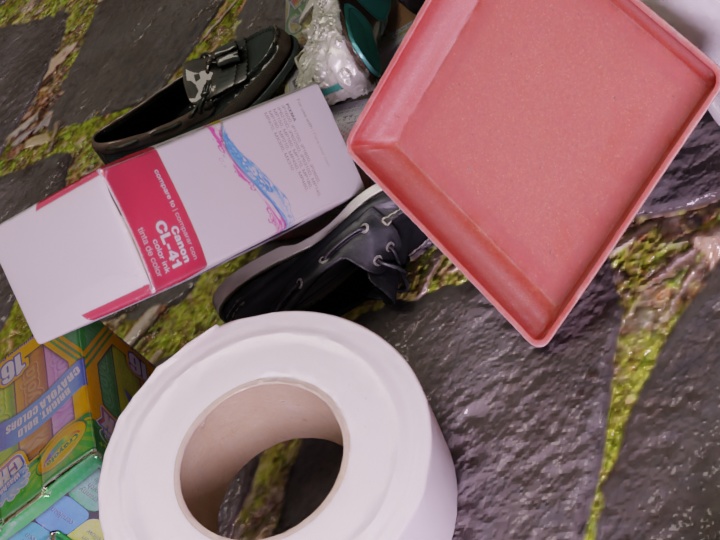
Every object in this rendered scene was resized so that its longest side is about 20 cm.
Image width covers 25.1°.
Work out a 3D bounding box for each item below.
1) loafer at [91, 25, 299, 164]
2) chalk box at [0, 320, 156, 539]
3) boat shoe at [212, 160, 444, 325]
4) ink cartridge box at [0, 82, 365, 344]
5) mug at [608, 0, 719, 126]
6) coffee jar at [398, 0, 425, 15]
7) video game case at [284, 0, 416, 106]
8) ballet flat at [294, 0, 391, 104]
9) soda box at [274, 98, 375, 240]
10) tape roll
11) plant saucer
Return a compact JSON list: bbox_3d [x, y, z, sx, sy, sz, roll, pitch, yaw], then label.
[{"bbox_3d":[-0.138,-0.137,1.319,0.199,0.063,0.072,-37,33,24],"label":"loafer"},{"bbox_3d":[-0.180,0.146,1.049,0.123,0.124,0.201,-36,37,11],"label":"chalk box"},{"bbox_3d":[-0.001,-0.001,1.064,0.198,0.075,0.066,-27,59,1],"label":"boat shoe"},{"bbox_3d":[-0.117,-0.038,1.049,0.199,0.086,0.147,-25,2,-43],"label":"ink cartridge box"},{"bbox_3d":[0.240,-0.167,0.937,0.174,0.147,0.202,-24,64,34],"label":"mug"},{"bbox_3d":[0.048,-0.257,1.199,0.200,0.103,0.086,-119,32,-54],"label":"coffee jar"},{"bbox_3d":[0.023,-0.226,1.300,0.199,0.023,0.183,-28,39,23],"label":"video game case"},{"bbox_3d":[-0.020,-0.181,1.197,0.071,0.072,0.201,-30,25,20],"label":"ballet flat"},{"bbox_3d":[-0.059,-0.068,1.190,0.199,0.064,0.069,-7,50,40],"label":"soda box"},{"bbox_3d":[-0.047,0.124,0.928,0.200,0.071,0.204,-10,53,13],"label":"tape roll"},{"bbox_3d":[0.103,-0.093,0.971,0.200,0.037,0.201,47,120,28],"label":"plant saucer"}]
